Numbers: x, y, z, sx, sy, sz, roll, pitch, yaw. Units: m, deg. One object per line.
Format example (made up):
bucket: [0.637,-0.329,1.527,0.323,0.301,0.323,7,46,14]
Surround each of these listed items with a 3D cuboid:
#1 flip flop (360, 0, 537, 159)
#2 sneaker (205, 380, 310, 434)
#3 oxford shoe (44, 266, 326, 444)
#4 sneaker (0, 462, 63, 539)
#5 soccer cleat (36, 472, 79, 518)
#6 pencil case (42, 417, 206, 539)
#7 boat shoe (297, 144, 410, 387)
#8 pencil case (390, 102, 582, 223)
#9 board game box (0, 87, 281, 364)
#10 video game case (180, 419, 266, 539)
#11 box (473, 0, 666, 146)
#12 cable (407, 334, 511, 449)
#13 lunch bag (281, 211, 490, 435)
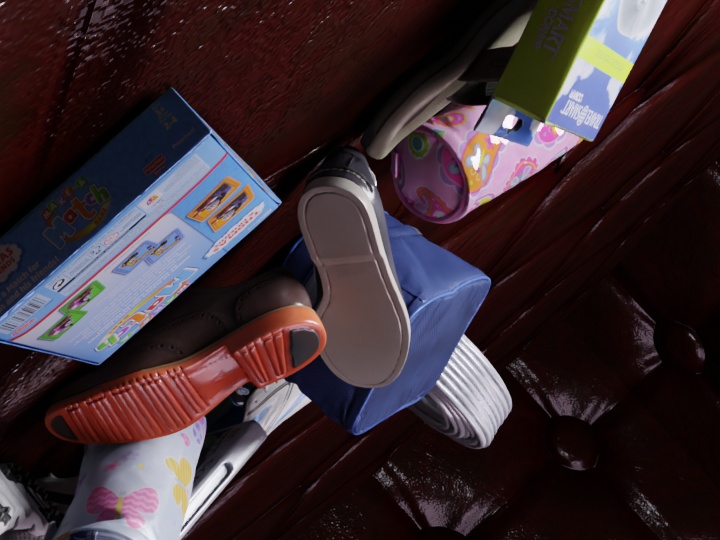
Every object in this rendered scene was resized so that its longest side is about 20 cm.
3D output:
flip flop: [0.088,-0.137,1.038,0.200,0.058,0.081,-40,170,-8]
sneaker: [-0.083,0.099,1.364,0.200,0.072,0.072,-47,150,-6]
oxford shoe: [-0.126,0.060,1.040,0.200,0.073,0.071,-21,142,-5]
sneaker: [-0.267,0.179,1.032,0.090,0.066,0.200,-39,166,-1]
soccer cleat: [-0.255,0.206,1.175,0.200,0.085,0.069,-28,132,16]
pencil case: [-0.166,0.160,1.056,0.091,0.083,0.200,-13,-154,12]
boat shoe: [0.000,0.000,1.066,0.063,0.073,0.200,-75,161,-46]
pencil case: [0.109,-0.110,1.169,0.200,0.087,0.087,-35,167,-38]
board game box: [-0.125,-0.015,0.818,0.151,0.037,0.200,-42,169,0]
video game case: [-0.188,0.203,1.240,0.200,0.023,0.182,-22,-160,47]
box: [0.155,-0.168,0.989,0.200,0.048,0.122,-64,158,10]
cable: [0.071,0.099,1.549,0.069,0.200,0.200,-45,169,-12]
lunch bag: [0.004,0.031,1.231,0.136,0.132,0.200,-62,162,19]
